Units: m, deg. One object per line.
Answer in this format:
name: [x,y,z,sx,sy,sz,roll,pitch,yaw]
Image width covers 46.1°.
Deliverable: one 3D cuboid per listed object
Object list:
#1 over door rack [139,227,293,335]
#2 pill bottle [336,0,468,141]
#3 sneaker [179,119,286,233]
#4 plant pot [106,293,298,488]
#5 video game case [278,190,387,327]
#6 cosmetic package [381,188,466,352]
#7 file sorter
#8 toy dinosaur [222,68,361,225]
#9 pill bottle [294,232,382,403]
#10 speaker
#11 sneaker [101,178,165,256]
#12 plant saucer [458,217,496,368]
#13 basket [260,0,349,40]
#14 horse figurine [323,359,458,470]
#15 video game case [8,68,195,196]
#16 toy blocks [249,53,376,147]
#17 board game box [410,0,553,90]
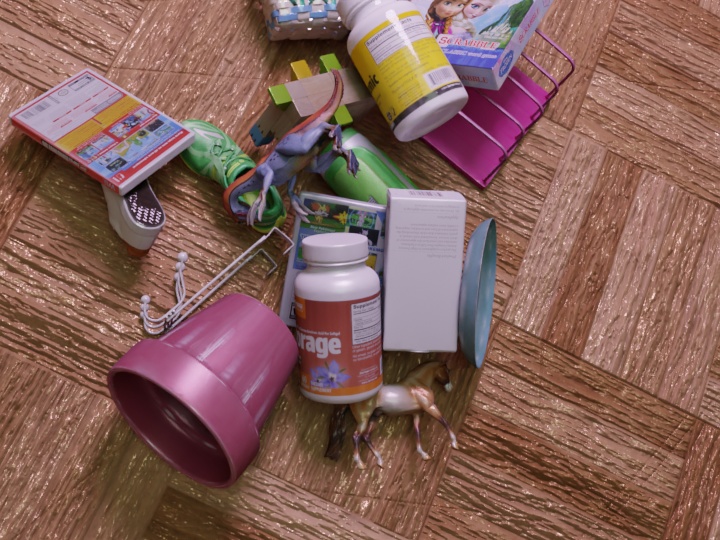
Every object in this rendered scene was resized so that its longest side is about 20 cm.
over door rack: [-0.194,0.006,1.083,0.199,0.148,0.067,-31,89,-17]
pill bottle: [0.050,-0.284,1.123,0.110,0.111,0.201,-27,84,-17]
sneaker: [-0.173,-0.140,1.158,0.200,0.084,0.074,43,71,2]
plant pot: [-0.177,0.132,1.038,0.200,0.200,0.179,41,56,1]
video game case: [0.000,0.000,1.142,0.197,0.022,0.185,10,102,-5]
cosmetic package: [0.079,0.000,1.099,0.100,0.074,0.203,3,104,-2]
file sorter: [0.200,-0.254,1.248,0.139,0.125,0.201,38,71,0]
toy dinosaur: [-0.095,-0.131,1.085,0.179,0.105,0.202,-8,64,23]
pill bottle: [-0.029,0.059,1.085,0.111,0.112,0.203,-5,103,-13]
speaker: [0.030,-0.104,1.192,0.088,0.088,0.200,-43,87,-19]
sneaker: [-0.319,-0.105,1.128,0.072,0.085,0.201,-1,52,-32]
plant saucer: [0.158,0.029,1.137,0.027,0.200,0.203,6,72,14]
basket: [-0.075,-0.444,1.231,0.174,0.139,0.203,-8,85,-15]
horse figurine: [0.042,0.193,1.130,0.197,0.050,0.134,-10,65,-8]
video game case: [-0.340,-0.188,1.117,0.199,0.018,0.143,31,51,16]
toy blocks: [-0.064,-0.217,1.180,0.199,0.137,0.101,-23,82,-36]
board game box: [0.148,-0.351,1.213,0.198,0.041,0.201,15,61,32]
